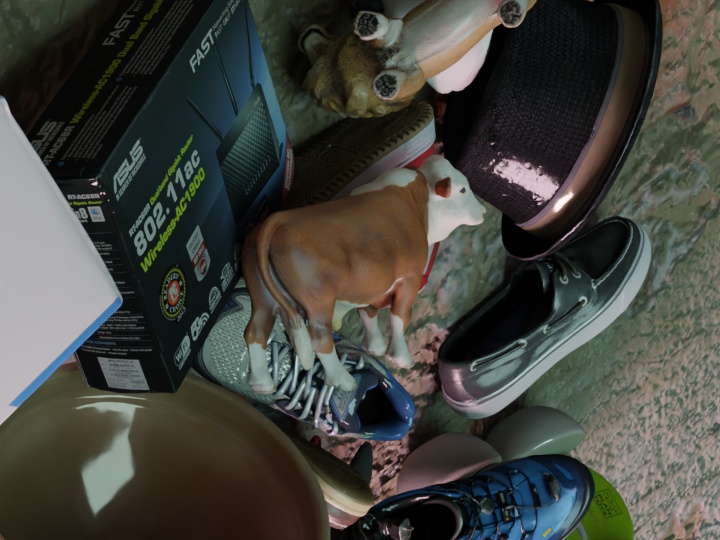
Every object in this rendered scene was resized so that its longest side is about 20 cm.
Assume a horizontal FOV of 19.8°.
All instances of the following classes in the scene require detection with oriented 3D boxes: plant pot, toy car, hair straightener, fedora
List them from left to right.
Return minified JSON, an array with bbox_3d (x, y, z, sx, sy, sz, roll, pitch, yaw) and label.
[{"bbox_3d":[-0.123,0.150,1.119,0.200,0.201,0.093,-13,141,-40],"label":"plant pot"},{"bbox_3d":[-0.004,0.149,1.273,0.200,0.076,0.041,-71,167,-78],"label":"hair straightener"},{"bbox_3d":[0.107,0.210,1.513,0.199,0.176,0.150,-14,155,-40],"label":"toy car"},{"bbox_3d":[0.115,-0.112,1.355,0.091,0.201,0.202,21,96,-18],"label":"fedora"}]

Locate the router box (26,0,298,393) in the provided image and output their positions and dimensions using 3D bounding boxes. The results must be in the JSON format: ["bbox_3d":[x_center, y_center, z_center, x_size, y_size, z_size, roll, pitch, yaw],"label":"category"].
[{"bbox_3d":[-0.109,-0.054,1.142,0.201,0.062,0.151,-64,148,-43],"label":"router box"}]

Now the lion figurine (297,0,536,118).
[{"bbox_3d":[0.052,-0.150,1.234,0.199,0.122,0.073,-24,90,7],"label":"lion figurine"}]

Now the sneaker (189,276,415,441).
[{"bbox_3d":[-0.033,0.062,1.326,0.199,0.085,0.078,23,94,-48],"label":"sneaker"}]

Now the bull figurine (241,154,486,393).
[{"bbox_3d":[0.000,0.000,1.226,0.199,0.065,0.123,-14,106,-49],"label":"bull figurine"}]

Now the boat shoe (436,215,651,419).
[{"bbox_3d":[0.129,0.020,1.486,0.200,0.070,0.066,-39,136,-13],"label":"boat shoe"}]

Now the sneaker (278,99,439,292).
[{"bbox_3d":[-0.021,-0.018,1.307,0.199,0.071,0.113,-32,128,-32],"label":"sneaker"}]

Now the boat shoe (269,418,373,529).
[{"bbox_3d":[-0.063,0.127,1.244,0.072,0.199,0.072,30,86,-36],"label":"boat shoe"}]

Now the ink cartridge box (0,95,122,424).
[{"bbox_3d":[-0.246,-0.019,0.982,0.147,0.199,0.145,-46,138,-17],"label":"ink cartridge box"}]

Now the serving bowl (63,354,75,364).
[{"bbox_3d":[-0.223,0.075,1.156,0.199,0.066,0.202,-23,126,-35],"label":"serving bowl"}]

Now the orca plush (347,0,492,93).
[{"bbox_3d":[0.034,-0.205,1.288,0.104,0.072,0.200,-20,134,21],"label":"orca plush"}]

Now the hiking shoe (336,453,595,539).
[{"bbox_3d":[0.072,0.172,1.373,0.198,0.075,0.087,-19,170,-15],"label":"hiking shoe"}]
